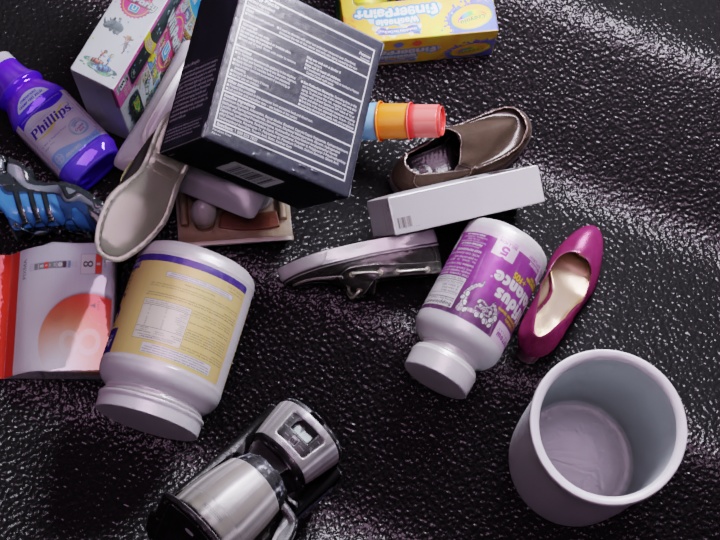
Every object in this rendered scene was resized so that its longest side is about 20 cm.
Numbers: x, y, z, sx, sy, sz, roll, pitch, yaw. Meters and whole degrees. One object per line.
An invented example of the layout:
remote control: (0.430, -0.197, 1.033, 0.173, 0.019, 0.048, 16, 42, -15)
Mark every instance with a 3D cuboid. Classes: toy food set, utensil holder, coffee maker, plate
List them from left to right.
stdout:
plate: (-0.177, -0.183, 1.677, 0.199, 0.032, 0.201, 21, 69, 15)
toy food set: (-0.162, -0.124, 1.696, 0.143, 0.060, 0.201, -5, 72, -4)
coffee maker: (-0.135, 0.252, 1.530, 0.200, 0.192, 0.135, -38, 99, -35)
utensil holder: (0.257, 0.194, 1.540, 0.169, 0.200, 0.171, 1, 72, -3)

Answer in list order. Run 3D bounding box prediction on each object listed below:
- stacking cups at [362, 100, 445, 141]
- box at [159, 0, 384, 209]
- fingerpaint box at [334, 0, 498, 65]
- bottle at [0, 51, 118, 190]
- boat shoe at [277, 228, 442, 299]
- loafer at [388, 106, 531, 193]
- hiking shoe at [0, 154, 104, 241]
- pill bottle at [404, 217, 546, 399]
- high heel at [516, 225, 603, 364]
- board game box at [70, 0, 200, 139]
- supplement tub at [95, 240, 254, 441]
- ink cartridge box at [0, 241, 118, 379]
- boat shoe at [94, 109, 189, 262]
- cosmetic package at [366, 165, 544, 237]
stacking cups: (0.004, -0.186, 1.693, 0.199, 0.061, 0.061, 0, 70, 18)
box: (-0.100, -0.200, 1.583, 0.199, 0.123, 0.199, 22, 74, -30)
fingerpaint box: (0.067, -0.360, 1.781, 0.199, 0.073, 0.168, -6, 72, -5)
bottle: (-0.391, -0.190, 1.702, 0.083, 0.065, 0.200, -42, 78, -11)
boat shoe: (0.000, 0.000, 1.657, 0.199, 0.071, 0.064, -12, 87, 1)
loafer: (0.131, -0.149, 1.715, 0.199, 0.071, 0.073, -29, 75, -12)
hiking shoe: (-0.383, -0.066, 1.664, 0.199, 0.074, 0.087, 21, 74, 16)
pill bottle: (0.133, 0.047, 1.628, 0.112, 0.112, 0.201, 27, 72, 6)
high heel: (0.250, 0.020, 1.652, 0.067, 0.096, 0.201, 25, 72, 5)
board game box: (-0.272, -0.283, 1.698, 0.064, 0.148, 0.201, 23, 72, 7)
supplement tub: (-0.216, 0.082, 1.580, 0.145, 0.146, 0.201, 16, 71, 2)
ink cartridge box: (-0.392, 0.047, 1.633, 0.199, 0.050, 0.163, 1, 71, -6)
boat shoe: (-0.247, -0.094, 1.598, 0.072, 0.061, 0.202, 32, 74, -10)
cosmetic package: (0.115, -0.085, 1.665, 0.199, 0.082, 0.051, -13, 91, -18)
